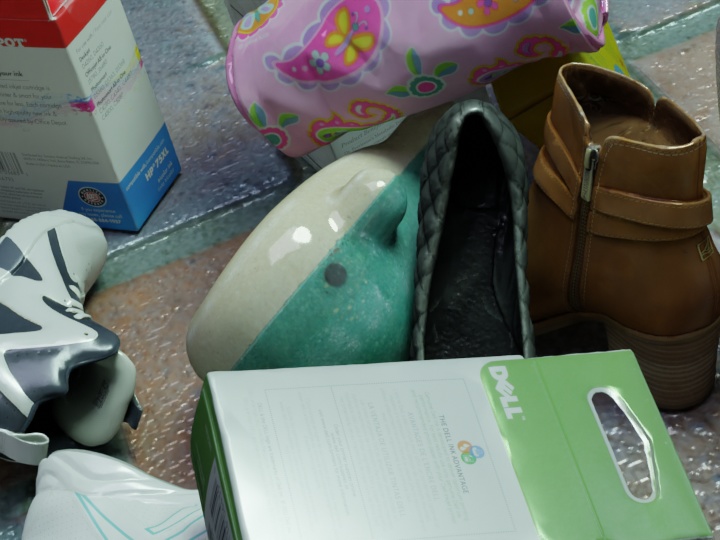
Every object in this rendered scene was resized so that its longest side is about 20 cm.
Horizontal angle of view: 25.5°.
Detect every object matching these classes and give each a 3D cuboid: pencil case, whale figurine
[{"bbox_3d":[0.027,-0.123,0.821,0.198,0.088,0.088,-18,35,26],"label":"pencil case"},{"bbox_3d":[0.000,0.000,0.830,0.104,0.159,0.200,42,58,2],"label":"whale figurine"}]

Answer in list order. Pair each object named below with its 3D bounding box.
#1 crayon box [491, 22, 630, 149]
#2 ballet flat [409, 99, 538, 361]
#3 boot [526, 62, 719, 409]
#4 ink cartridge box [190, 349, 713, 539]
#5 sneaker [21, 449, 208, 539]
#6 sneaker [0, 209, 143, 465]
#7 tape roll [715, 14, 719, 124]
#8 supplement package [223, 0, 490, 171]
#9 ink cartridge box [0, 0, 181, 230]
[{"bbox_3d":[0.107,-0.130,0.900,0.050,0.127,0.202,-27,62,21],"label":"crayon box"},{"bbox_3d":[0.051,0.019,0.757,0.066,0.203,0.057,-4,-5,10],"label":"ballet flat"},{"bbox_3d":[0.102,-0.034,0.801,0.199,0.156,0.073,25,49,38],"label":"boot"},{"bbox_3d":[0.035,0.095,0.674,0.198,0.060,0.104,-2,47,-17],"label":"ink cartridge box"},{"bbox_3d":[-0.073,0.139,0.741,0.198,0.071,0.081,2,58,25],"label":"sneaker"},{"bbox_3d":[-0.162,0.043,0.876,0.128,0.080,0.199,23,27,13],"label":"sneaker"},{"bbox_3d":[0.194,-0.021,0.719,0.037,0.204,0.204,-8,39,8],"label":"tape roll"},{"bbox_3d":[-0.014,-0.162,0.953,0.109,0.201,0.114,-33,41,-11],"label":"supplement package"},{"bbox_3d":[-0.199,-0.125,0.983,0.115,0.201,0.067,6,43,25],"label":"ink cartridge box"}]
